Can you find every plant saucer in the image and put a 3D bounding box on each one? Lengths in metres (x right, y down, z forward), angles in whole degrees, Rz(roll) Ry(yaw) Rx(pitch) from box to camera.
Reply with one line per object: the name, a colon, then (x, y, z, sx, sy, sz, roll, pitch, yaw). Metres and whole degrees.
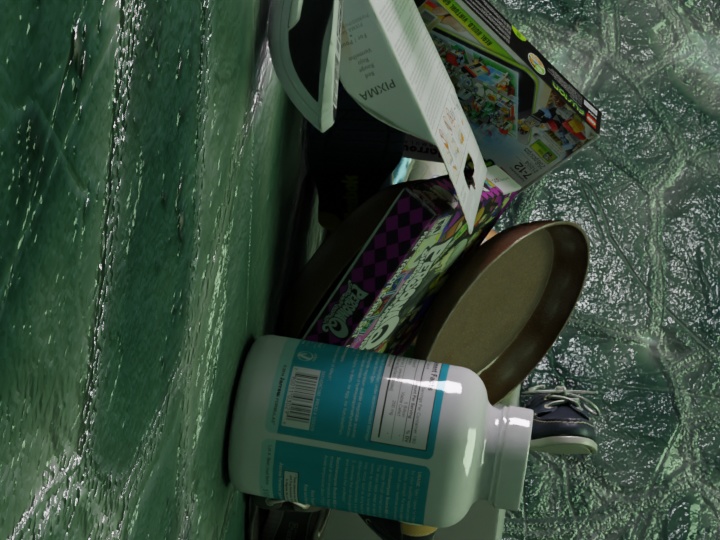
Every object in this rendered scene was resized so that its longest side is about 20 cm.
plant saucer: (0.109, 0.037, 1.354, 0.200, 0.034, 0.201, -35, 146, -28)
plant saucer: (0.000, 0.000, 1.288, 0.200, 0.037, 0.201, -45, 165, -15)

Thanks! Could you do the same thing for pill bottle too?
pill bottle: (0.015, 0.113, 1.133, 0.111, 0.198, 0.112, 10, 90, -85)

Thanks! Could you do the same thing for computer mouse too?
computer mouse: (-0.031, -0.184, 0.990, 0.110, 0.043, 0.202, -6, 100, -89)

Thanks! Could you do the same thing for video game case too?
video game case: (0.027, 0.014, 1.262, 0.201, 0.036, 0.181, -56, 165, 21)

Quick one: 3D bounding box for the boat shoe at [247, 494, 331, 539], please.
boat shoe: (-0.053, 0.186, 1.263, 0.201, 0.066, 0.057, 98, -1, -50)

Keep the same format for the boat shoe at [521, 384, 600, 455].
boat shoe: (0.182, 0.138, 1.525, 0.200, 0.074, 0.062, 55, 43, -83)

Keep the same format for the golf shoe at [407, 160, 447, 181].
golf shoe: (0.028, -0.019, 1.546, 0.097, 0.078, 0.201, -99, -154, -62)

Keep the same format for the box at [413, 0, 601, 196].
box: (0.085, -0.150, 1.308, 0.110, 0.200, 0.035, -36, -156, 32)

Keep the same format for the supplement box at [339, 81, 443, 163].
supplement box: (0.037, -0.189, 1.348, 0.061, 0.108, 0.201, -76, 172, -50)

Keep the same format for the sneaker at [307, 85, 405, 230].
sneaker: (-0.003, -0.103, 1.293, 0.200, 0.073, 0.083, 102, -4, -65)

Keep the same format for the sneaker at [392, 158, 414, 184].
sneaker: (-0.001, -0.048, 1.480, 0.072, 0.071, 0.202, 8, 96, -59)

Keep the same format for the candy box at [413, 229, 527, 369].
candy box: (0.108, 0.025, 1.536, 0.055, 0.115, 0.200, -58, 179, 27)

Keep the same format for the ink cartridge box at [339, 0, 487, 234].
ink cartridge box: (0.028, -0.132, 1.183, 0.162, 0.050, 0.201, -67, 136, -69)

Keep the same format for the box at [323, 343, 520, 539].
box: (0.038, 0.185, 1.517, 0.172, 0.197, 0.202, -69, 165, -65)

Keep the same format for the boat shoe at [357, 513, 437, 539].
boat shoe: (-0.001, 0.147, 1.302, 0.200, 0.074, 0.063, 43, -39, 41)
